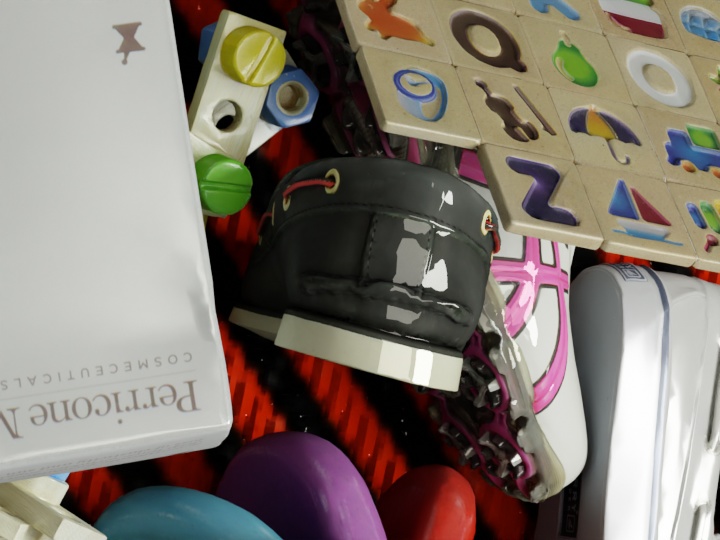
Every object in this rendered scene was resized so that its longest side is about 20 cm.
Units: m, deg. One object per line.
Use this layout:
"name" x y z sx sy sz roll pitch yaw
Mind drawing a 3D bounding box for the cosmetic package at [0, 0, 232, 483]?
"cosmetic package" -0.099 -0.043 0.761 0.101 0.074 0.201 -10 85 -8

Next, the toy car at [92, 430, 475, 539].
"toy car" -0.008 0.124 0.873 0.199 0.175 0.151 11 56 -28

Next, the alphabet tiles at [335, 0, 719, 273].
"alphabet tiles" 0.062 -0.077 0.867 0.166 0.201 0.006 10 133 -28

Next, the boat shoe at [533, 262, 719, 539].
"boat shoe" 0.099 0.100 0.954 0.065 0.074 0.201 6 95 -24

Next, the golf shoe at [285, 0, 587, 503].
"golf shoe" 0.049 -0.021 0.915 0.092 0.073 0.201 -23 105 -24

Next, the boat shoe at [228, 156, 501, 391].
"boat shoe" 0.003 0.001 0.827 0.073 0.201 0.063 13 87 -5

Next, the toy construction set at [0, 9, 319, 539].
"toy construction set" -0.100 -0.004 0.840 0.131 0.092 0.201 30 73 -27
